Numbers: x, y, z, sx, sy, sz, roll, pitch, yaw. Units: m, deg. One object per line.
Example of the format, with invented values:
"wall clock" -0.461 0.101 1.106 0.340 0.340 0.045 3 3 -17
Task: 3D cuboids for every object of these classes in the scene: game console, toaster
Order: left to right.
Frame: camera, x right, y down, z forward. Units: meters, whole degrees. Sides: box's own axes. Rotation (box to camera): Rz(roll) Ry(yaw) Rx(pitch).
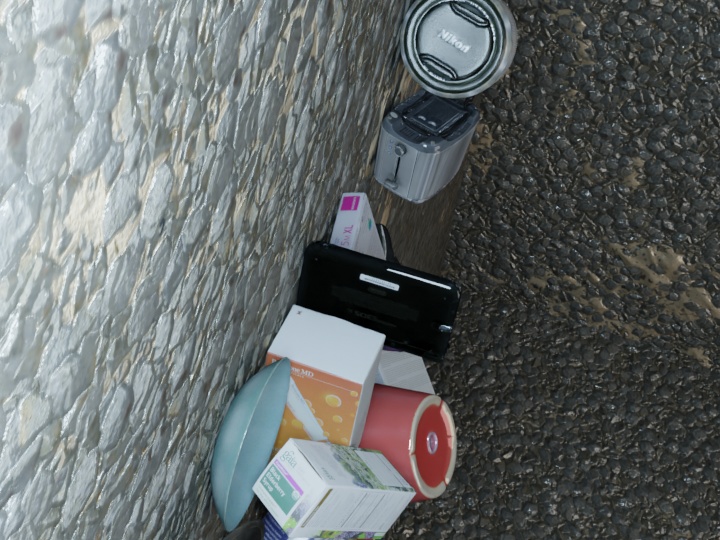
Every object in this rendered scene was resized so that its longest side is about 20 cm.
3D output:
"game console" 0.027 0.035 1.385 0.117 0.199 0.177 -64 168 -54
"toaster" 0.102 -0.197 1.675 0.200 0.113 0.130 -42 158 -43

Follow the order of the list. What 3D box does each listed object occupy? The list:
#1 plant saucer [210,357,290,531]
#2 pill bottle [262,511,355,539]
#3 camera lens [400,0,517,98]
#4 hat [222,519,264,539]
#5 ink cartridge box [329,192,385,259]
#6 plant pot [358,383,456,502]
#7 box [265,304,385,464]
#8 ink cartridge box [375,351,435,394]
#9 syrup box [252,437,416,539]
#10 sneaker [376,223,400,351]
"plant saucer" -0.129 0.187 1.201 0.201 0.038 0.202 16 90 -82
"pill bottle" -0.100 0.374 1.400 0.200 0.111 0.111 -49 169 -6
"camera lens" 0.148 -0.339 1.587 0.200 0.159 0.161 -48 155 -73
"hat" -0.170 0.328 1.069 0.201 0.080 0.202 15 90 -74
"ink cartridge box" 0.000 0.000 1.505 0.200 0.042 0.120 68 30 -51
"plant pot" 0.028 0.245 1.522 0.200 0.176 0.202 13 74 -58
"box" -0.055 0.162 1.353 0.098 0.124 0.201 -63 167 -51
"ink cartridge box" 0.042 0.138 1.731 0.160 0.047 0.201 -7 74 -63
"syrup box" -0.028 0.261 1.275 0.082 0.079 0.200 -54 146 12
"sneaker" 0.042 0.030 1.665 0.076 0.087 0.201 -24 -119 46
